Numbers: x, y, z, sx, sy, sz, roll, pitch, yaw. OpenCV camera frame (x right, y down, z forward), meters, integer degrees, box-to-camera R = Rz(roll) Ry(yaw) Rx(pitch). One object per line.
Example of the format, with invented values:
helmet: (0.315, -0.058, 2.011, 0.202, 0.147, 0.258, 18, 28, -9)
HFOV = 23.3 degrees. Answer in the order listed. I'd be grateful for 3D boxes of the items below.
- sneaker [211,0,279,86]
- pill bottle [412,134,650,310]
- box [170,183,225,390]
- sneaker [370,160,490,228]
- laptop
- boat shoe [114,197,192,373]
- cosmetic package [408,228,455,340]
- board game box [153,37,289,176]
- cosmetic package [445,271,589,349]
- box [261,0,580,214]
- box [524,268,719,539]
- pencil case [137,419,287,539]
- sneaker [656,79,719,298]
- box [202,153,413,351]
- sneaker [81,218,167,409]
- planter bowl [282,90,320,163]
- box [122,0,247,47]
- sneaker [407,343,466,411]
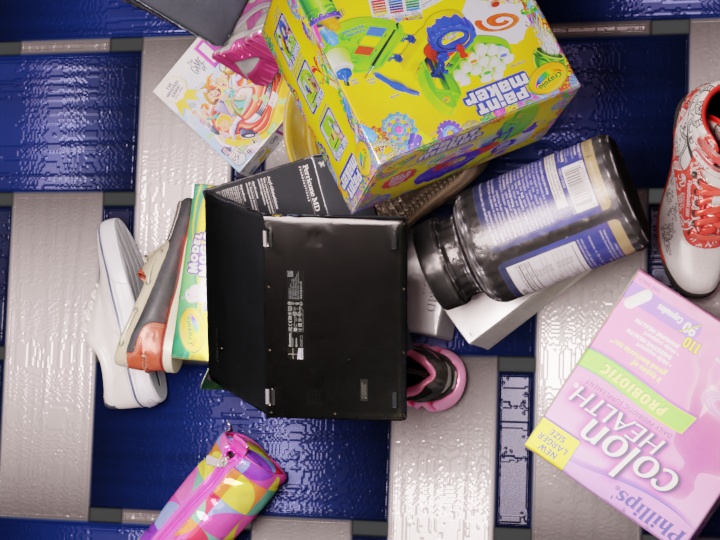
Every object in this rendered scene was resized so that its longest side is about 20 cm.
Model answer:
sneaker: (-0.074, -0.243, 1.706, 0.200, 0.081, 0.088, 1, 65, 58)
pill bottle: (0.154, -0.038, 1.593, 0.200, 0.112, 0.112, -21, 79, 14)
box: (-0.145, 0.020, 1.755, 0.048, 0.117, 0.201, 5, 86, 11)
sneaker: (0.048, -0.070, 1.654, 0.200, 0.075, 0.071, -29, 83, 35)
laptop: (-0.053, 0.030, 1.601, 0.199, 0.116, 0.188, 1, 104, 5)
boat shoe: (-0.198, 0.012, 1.770, 0.062, 0.071, 0.201, 4, 62, 12)
cosmetic package: (0.000, 0.000, 1.739, 0.199, 0.071, 0.102, 11, 87, 17)
board game box: (-0.102, -0.216, 1.810, 0.134, 0.034, 0.200, 42, 97, 16)
cosmetic package: (0.178, -0.005, 1.682, 0.200, 0.083, 0.051, -38, 76, 9)
box: (0.049, -0.185, 1.522, 0.200, 0.122, 0.193, -22, 77, -19)
box: (0.284, 0.130, 1.629, 0.176, 0.097, 0.200, 34, 95, 16)
pencil case: (-0.163, 0.249, 1.756, 0.088, 0.088, 0.200, 40, 97, 16)
sneaker: (0.324, -0.078, 1.626, 0.067, 0.108, 0.202, 5, 85, -4)
box: (-0.049, -0.002, 1.642, 0.141, 0.079, 0.201, -13, 93, 39)
sneaker: (-0.256, 0.047, 1.809, 0.071, 0.073, 0.201, -13, 81, 11)
planter bowl: (0.029, -0.144, 1.738, 0.200, 0.083, 0.201, -1, 85, 16)
box: (-0.180, -0.355, 1.757, 0.196, 0.124, 0.200, 31, 94, 51)
sneaker: (0.000, 0.095, 1.718, 0.199, 0.095, 0.079, 2, 87, 18)
